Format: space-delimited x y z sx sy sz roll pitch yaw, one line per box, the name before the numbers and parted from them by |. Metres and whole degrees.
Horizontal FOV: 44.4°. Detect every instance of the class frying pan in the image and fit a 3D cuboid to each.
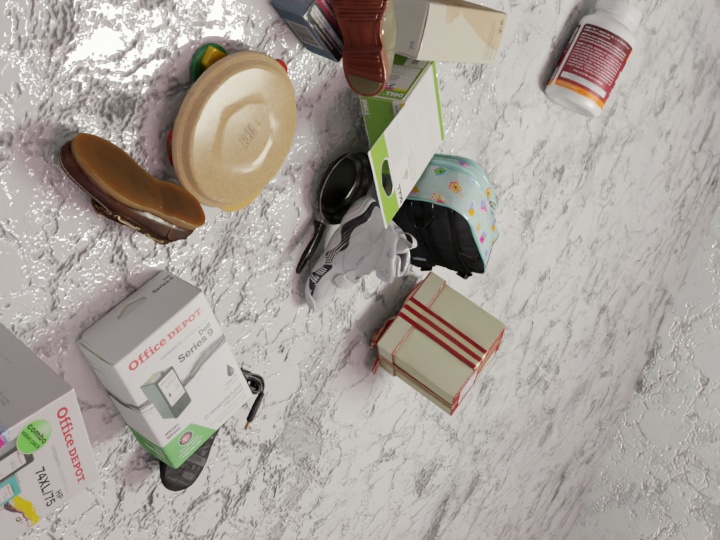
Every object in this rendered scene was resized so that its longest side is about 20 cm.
frying pan | -0.036 -0.088 1.293 0.115 0.031 0.191 -4 121 -54

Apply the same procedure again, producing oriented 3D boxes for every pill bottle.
pill bottle | 0.433 -0.394 1.625 0.113 0.113 0.201 18 100 -57

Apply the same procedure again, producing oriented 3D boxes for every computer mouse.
computer mouse | -0.217 0.222 1.272 0.140 0.046 0.201 30 79 -50

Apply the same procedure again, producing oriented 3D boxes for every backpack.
backpack | 0.122 -0.097 1.377 0.200 0.175 0.154 50 57 -57

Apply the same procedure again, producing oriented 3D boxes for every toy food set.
toy food set | -0.149 -0.170 1.060 0.200 0.048 0.199 19 99 -57

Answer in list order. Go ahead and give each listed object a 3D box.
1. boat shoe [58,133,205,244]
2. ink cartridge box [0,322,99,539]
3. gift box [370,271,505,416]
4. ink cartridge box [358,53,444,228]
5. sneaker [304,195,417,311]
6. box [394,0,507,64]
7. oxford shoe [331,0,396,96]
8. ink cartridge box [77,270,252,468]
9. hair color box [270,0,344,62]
boat shoe | -0.257 -0.078 0.966 0.070 0.071 0.200 -25 146 20
ink cartridge box | -0.400 0.186 0.899 0.200 0.146 0.148 -35 140 -35
gift box | 0.127 0.136 1.558 0.185 0.186 0.200 -50 166 -19
ink cartridge box | 0.040 -0.185 1.240 0.201 0.075 0.148 -57 150 -32
sneaker | 0.000 0.000 1.306 0.201 0.115 0.075 -60 164 22
box | 0.112 -0.342 1.244 0.199 0.095 0.078 -14 125 -50
oxford shoe | 0.009 -0.315 1.055 0.074 0.070 0.201 -61 158 -50
ink cartridge box | -0.240 0.125 1.108 0.146 0.084 0.201 -43 136 -27
hair color box | -0.014 -0.370 1.079 0.201 0.060 0.099 -58 148 -5
